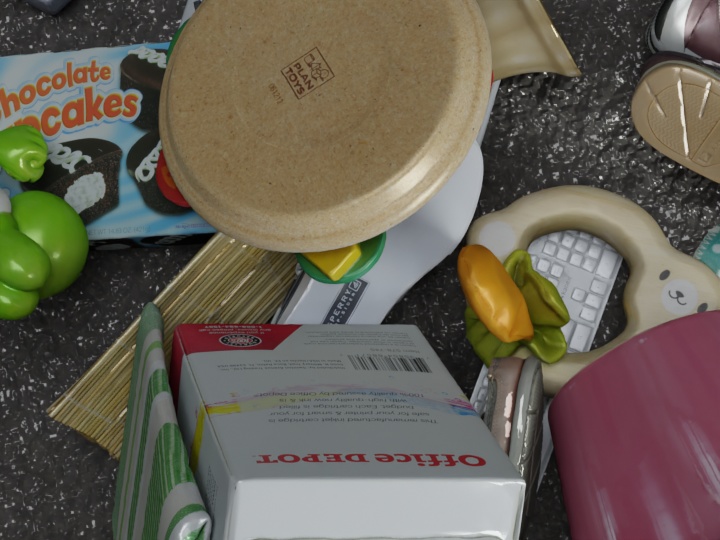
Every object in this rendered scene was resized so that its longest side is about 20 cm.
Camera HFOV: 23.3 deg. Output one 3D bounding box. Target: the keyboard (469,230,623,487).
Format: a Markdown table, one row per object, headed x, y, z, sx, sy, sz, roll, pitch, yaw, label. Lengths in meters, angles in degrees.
| x | y | z | sx | sy | sz | roll | pitch | yaw | label |
| --- | --- | --- | --- | --- | --- | --- | --- | --- | --- |
| 0.103 | 0.056 | 1.036 | 0.056 | 0.011 | 0.201 | 20 | 83 | 6 | keyboard |

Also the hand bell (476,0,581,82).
| x | y | z | sx | sy | sz | roll | pitch | yaw | label |
| --- | --- | --- | --- | --- | --- | --- | --- | --- | --- |
| 0.017 | -0.110 | 1.021 | 0.199 | 0.104 | 0.105 | -29 | 80 | 10 | hand bell |

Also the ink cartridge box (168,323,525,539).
| x | y | z | sx | sy | sz | roll | pitch | yaw | label |
| --- | --- | --- | --- | --- | --- | --- | --- | --- | --- |
| -0.019 | 0.128 | 0.901 | 0.144 | 0.200 | 0.146 | 2 | 108 | -14 | ink cartridge box |

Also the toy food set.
| x | y | z | sx | sy | sz | roll | pitch | yaw | label |
| --- | --- | --- | --- | --- | --- | --- | --- | --- | --- |
| -0.024 | -0.098 | 0.961 | 0.198 | 0.049 | 0.200 | -47 | 63 | -4 | toy food set |

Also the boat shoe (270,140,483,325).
| x | y | z | sx | sy | sz | roll | pitch | yaw | label |
| --- | --- | --- | --- | --- | --- | --- | --- | --- | --- |
| 0.000 | 0.000 | 1.021 | 0.071 | 0.068 | 0.201 | 30 | 92 | -13 | boat shoe |

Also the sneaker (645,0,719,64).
| x | y | z | sx | sy | sz | roll | pitch | yaw | label |
| --- | --- | --- | --- | --- | --- | --- | --- | --- | --- |
| 0.268 | -0.186 | 1.042 | 0.115 | 0.076 | 0.201 | 35 | 95 | 3 | sneaker |

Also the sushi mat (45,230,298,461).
| x | y | z | sx | sy | sz | roll | pitch | yaw | label |
| --- | --- | --- | --- | --- | --- | --- | --- | --- | --- |
| -0.089 | 0.026 | 1.013 | 0.200 | 0.096 | 0.012 | -47 | 55 | -5 | sushi mat |

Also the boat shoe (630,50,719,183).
| x | y | z | sx | sy | sz | roll | pitch | yaw | label |
| --- | --- | --- | --- | --- | --- | --- | --- | --- | --- |
| 0.245 | -0.067 | 1.014 | 0.199 | 0.065 | 0.072 | 29 | 125 | -8 | boat shoe |

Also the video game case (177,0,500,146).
| x | y | z | sx | sy | sz | roll | pitch | yaw | label |
| --- | --- | --- | --- | --- | --- | --- | --- | --- | --- |
| 0.000 | -0.174 | 1.074 | 0.198 | 0.022 | 0.184 | 17 | 82 | 5 | video game case |

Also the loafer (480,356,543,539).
| x | y | z | sx | sy | sz | roll | pitch | yaw | label |
| --- | --- | --- | --- | --- | --- | --- | --- | --- | --- |
| 0.063 | 0.140 | 0.964 | 0.062 | 0.072 | 0.202 | 8 | 112 | 15 | loafer |

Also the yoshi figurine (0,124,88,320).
| x | y | z | sx | sy | sz | roll | pitch | yaw | label |
| --- | --- | --- | --- | --- | --- | --- | --- | --- | --- |
| -0.230 | -0.040 | 1.001 | 0.112 | 0.113 | 0.200 | -35 | 59 | -26 | yoshi figurine |

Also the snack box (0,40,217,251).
| x | y | z | sx | sy | sz | roll | pitch | yaw | label |
| --- | --- | --- | --- | --- | --- | --- | --- | --- | --- |
| -0.168 | -0.071 | 1.042 | 0.198 | 0.037 | 0.117 | -4 | 80 | 14 | snack box |

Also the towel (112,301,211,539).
| x | y | z | sx | sy | sz | roll | pitch | yaw | label |
| --- | --- | --- | --- | --- | --- | --- | --- | --- | --- |
| -0.106 | 0.131 | 0.909 | 0.023 | 0.200 | 0.154 | 4 | 116 | -14 | towel |

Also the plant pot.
| x | y | z | sx | sy | sz | roll | pitch | yaw | label |
| --- | --- | --- | --- | --- | --- | --- | --- | --- | --- |
| 0.192 | 0.130 | 0.938 | 0.199 | 0.200 | 0.180 | -23 | 65 | -1 | plant pot |

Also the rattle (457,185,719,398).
| x | y | z | sx | sy | sz | roll | pitch | yaw | label |
| --- | --- | --- | --- | --- | --- | --- | --- | --- | --- |
| 0.156 | -0.004 | 0.976 | 0.198 | 0.143 | 0.131 | 0 | 60 | 6 | rattle |

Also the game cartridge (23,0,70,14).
| x | y | z | sx | sy | sz | roll | pitch | yaw | label |
| --- | --- | --- | --- | --- | --- | --- | --- | --- | --- |
| -0.223 | -0.262 | 1.095 | 0.133 | 0.042 | 0.200 | -43 | 81 | 0 | game cartridge |
